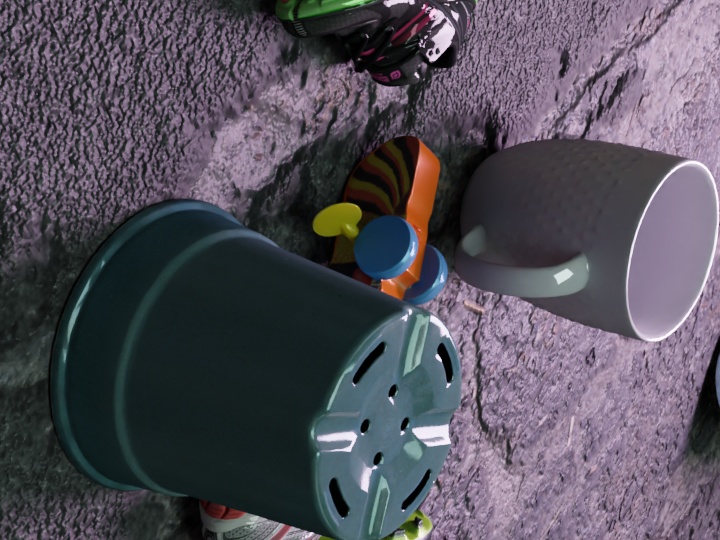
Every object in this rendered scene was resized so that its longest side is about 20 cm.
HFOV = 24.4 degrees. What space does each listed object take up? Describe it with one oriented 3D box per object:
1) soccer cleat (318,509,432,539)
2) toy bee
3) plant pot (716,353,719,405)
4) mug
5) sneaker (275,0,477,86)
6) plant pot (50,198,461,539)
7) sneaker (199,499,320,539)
[{"bbox_3d":[-0.024,0.237,1.284,0.200,0.068,0.081,-20,129,-42],"label":"soccer cleat"},{"bbox_3d":[0.000,0.000,1.199,0.131,0.109,0.200,59,31,-37],"label":"toy bee"},{"bbox_3d":[0.521,0.139,1.870,0.196,0.200,0.200,32,77,-61],"label":"plant pot"},{"bbox_3d":[0.159,-0.026,1.321,0.200,0.175,0.148,-28,125,-44],"label":"mug"},{"bbox_3d":[0.019,-0.169,1.159,0.200,0.077,0.084,-8,106,-51],"label":"sneaker"},{"bbox_3d":[-0.055,0.072,1.052,0.200,0.196,0.200,-25,122,-47],"label":"plant pot"},{"bbox_3d":[-0.043,0.153,1.219,0.200,0.078,0.082,-21,128,-40],"label":"sneaker"}]
